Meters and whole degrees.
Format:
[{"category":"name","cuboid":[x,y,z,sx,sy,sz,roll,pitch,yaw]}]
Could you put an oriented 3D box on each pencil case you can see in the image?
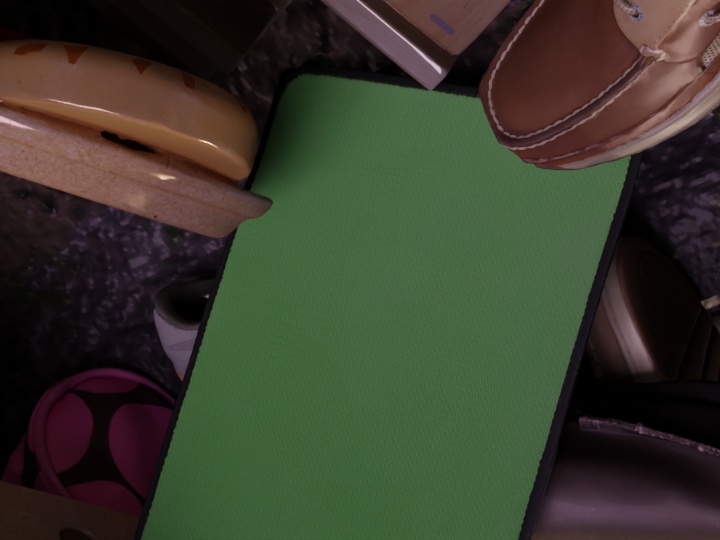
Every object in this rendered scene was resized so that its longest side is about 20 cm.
[{"category":"pencil case","cuboid":[-0.119,0.139,1.114,0.094,0.091,0.200,46,132,26]}]

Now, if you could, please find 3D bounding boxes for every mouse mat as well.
[{"category":"mouse mat","cuboid":[0.006,0.029,0.935,0.161,0.200,0.008,12,170,36]}]

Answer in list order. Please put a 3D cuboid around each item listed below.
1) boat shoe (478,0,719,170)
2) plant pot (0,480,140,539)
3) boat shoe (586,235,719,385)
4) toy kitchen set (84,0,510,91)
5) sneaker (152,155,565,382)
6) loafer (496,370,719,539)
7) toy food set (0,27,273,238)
[{"category":"boat shoe","cuboid":[0.108,-0.111,0.858,0.200,0.076,0.074,-42,144,27]},{"category":"plant pot","cuboid":[-0.131,0.188,0.986,0.199,0.200,0.177,17,118,-21]},{"category":"boat shoe","cuboid":[0.110,0.078,1.001,0.065,0.072,0.200,-10,123,24]},{"category":"toy kitchen set","cuboid":[-0.067,-0.099,0.879,0.200,0.181,0.163,39,127,-8]},{"category":"sneaker","cuboid":[0.000,0.000,0.989,0.200,0.074,0.079,-33,101,33]},{"category":"loafer","cuboid":[0.082,0.079,0.921,0.200,0.071,0.073,11,125,45]},{"category":"toy food set","cuboid":[-0.123,-0.060,0.932,0.198,0.200,0.049,18,91,8]}]
